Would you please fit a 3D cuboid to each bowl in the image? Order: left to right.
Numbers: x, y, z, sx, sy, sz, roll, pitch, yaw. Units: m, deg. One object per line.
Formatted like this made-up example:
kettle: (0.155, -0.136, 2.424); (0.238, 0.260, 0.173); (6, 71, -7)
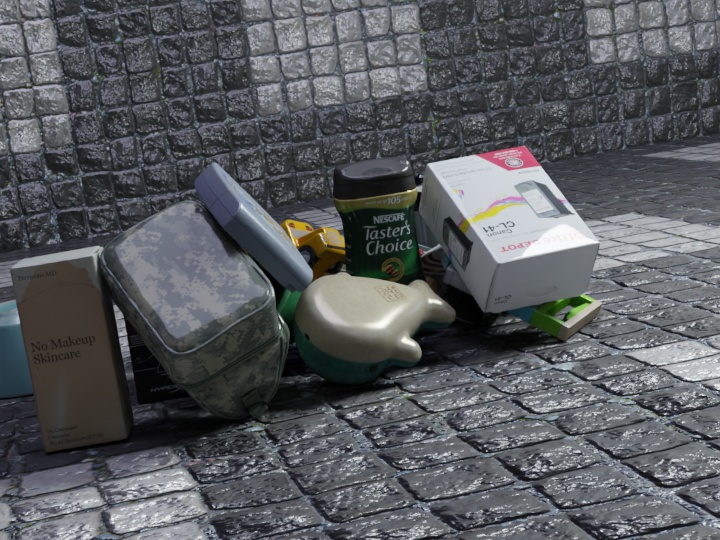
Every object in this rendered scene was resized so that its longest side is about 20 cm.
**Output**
bowl: (-0.439, 0.094, 1.742); (0.200, 0.105, 0.201); (-9, 9, 1)

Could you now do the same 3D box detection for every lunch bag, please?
lunch bag: (-0.172, 0.050, 1.385); (0.139, 0.168, 0.200); (-31, 54, -19)

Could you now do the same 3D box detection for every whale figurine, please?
whale figurine: (0.013, 0.067, 1.495); (0.199, 0.104, 0.159); (-13, 44, -40)

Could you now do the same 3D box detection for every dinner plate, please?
dinner plate: (0.167, -0.030, 1.741); (0.199, 0.024, 0.200); (-10, -12, -2)

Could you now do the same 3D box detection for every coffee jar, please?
coffee jar: (0.025, -0.036, 1.588); (0.104, 0.201, 0.085); (-9, 12, -7)

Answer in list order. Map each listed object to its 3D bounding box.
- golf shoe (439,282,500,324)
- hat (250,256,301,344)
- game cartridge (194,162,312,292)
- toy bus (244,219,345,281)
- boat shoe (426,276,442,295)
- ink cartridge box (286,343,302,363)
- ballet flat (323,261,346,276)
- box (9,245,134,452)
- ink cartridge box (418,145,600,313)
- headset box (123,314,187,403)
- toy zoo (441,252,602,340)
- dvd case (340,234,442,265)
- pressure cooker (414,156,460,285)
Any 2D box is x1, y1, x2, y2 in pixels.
golf shoe: (0.146, 0.036, 1.729); (0.094, 0.078, 0.200); (-15, -3, 35)
hat: (-0.078, 0.075, 1.559); (0.165, 0.201, 0.176); (-12, -41, 46)
game cartridge: (-0.123, -0.054, 1.429); (0.042, 0.133, 0.200); (-40, 24, 0)
toy bus: (-0.110, -0.002, 1.692); (0.200, 0.079, 0.065); (-33, -24, 28)
boat shoe: (0.028, 0.026, 1.806); (0.200, 0.069, 0.074); (-6, 32, 44)
ink cartridge box: (-0.037, 0.084, 1.652); (0.195, 0.043, 0.200); (-7, 13, 4)
ballet flat: (0.000, 0.000, 1.705); (0.199, 0.070, 0.069); (11, 15, 21)
box: (-0.305, 0.082, 1.385); (0.095, 0.201, 0.078); (-11, 8, -3)
ink cartridge box: (0.178, -0.054, 1.588); (0.147, 0.086, 0.200); (-11, 44, -21)
headset box: (-0.250, 0.044, 1.581); (0.075, 0.201, 0.149); (-9, 8, -7)
toy zoo: (0.189, 0.021, 1.619); (0.200, 0.021, 0.131); (27, 23, 21)
dvd case: (0.029, -0.020, 1.816); (0.146, 0.022, 0.200); (-7, -14, 40)
pressure cooker: (0.148, -0.070, 1.943); (0.178, 0.201, 0.176); (-13, 10, -35)
